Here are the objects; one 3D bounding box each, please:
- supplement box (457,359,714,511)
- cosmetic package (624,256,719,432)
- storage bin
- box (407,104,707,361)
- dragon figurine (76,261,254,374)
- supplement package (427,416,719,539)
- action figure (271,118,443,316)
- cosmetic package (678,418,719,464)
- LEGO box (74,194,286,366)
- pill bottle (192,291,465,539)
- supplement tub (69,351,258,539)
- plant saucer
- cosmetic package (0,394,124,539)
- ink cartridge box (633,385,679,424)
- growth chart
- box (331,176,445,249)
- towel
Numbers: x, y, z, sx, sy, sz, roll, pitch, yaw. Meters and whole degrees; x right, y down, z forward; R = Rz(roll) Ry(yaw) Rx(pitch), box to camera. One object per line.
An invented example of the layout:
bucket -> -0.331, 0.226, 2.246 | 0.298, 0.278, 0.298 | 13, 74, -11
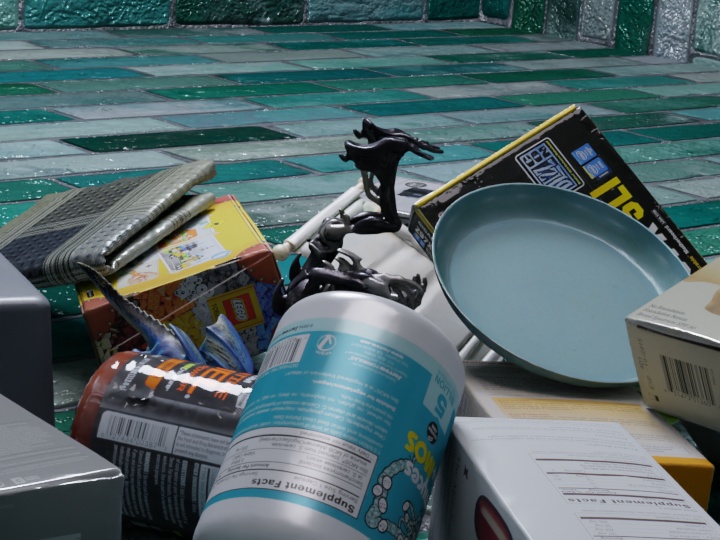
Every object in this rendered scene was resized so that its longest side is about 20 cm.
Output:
supplement box -> 0.133, 0.123, 1.186 | 0.126, 0.074, 0.200 | 4, 14, -12
cosmetic package -> 0.282, 0.025, 1.191 | 0.200, 0.071, 0.105 | -31, 27, -29
storage bin -> -0.272, 0.063, 1.179 | 0.145, 0.134, 0.200 | -2, 15, -25
box -> 0.157, -0.004, 1.359 | 0.160, 0.200, 0.049 | -31, -16, -18
dragon figurine -> -0.111, 0.066, 1.208 | 0.099, 0.200, 0.059 | -32, -13, 36
supplement package -> 0.112, 0.162, 0.950 | 0.109, 0.114, 0.200 | 3, 14, -12
action figure -> 0.000, 0.000, 1.282 | 0.102, 0.200, 0.119 | 22, 9, -1
cosmetic package -> 0.307, 0.099, 1.233 | 0.108, 0.085, 0.200 | -40, 26, -8
LEGO box -> -0.144, 0.017, 1.423 | 0.149, 0.077, 0.200 | -18, 18, -7
pill bottle -> -0.020, 0.118, 0.953 | 0.111, 0.111, 0.200 | 9, 54, 17
supplement tub -> -0.068, 0.115, 1.093 | 0.200, 0.107, 0.107 | 10, 15, 19
plant saucer -> 0.142, 0.014, 1.273 | 0.200, 0.027, 0.200 | 12, 41, -10
cosmetic package -> -0.216, 0.131, 0.992 | 0.090, 0.107, 0.200 | -6, 20, -35
ink cartridge box -> 0.191, 0.068, 1.420 | 0.148, 0.076, 0.200 | 13, 15, 29
growth chart -> 0.026, 0.023, 1.384 | 0.200, 0.018, 0.145 | 46, 50, 13
box -> 0.087, -0.026, 1.489 | 0.200, 0.060, 0.117 | 10, 18, 25
towel -> -0.229, -0.027, 1.468 | 0.192, 0.035, 0.200 | -10, 21, 30
